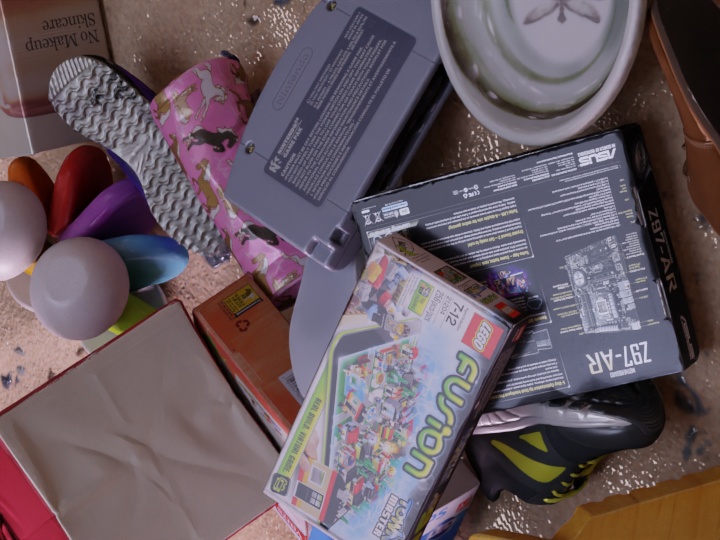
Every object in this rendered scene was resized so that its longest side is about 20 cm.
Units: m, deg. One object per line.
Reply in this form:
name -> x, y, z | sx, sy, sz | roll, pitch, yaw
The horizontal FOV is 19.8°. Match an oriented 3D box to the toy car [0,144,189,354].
toy car -> -0.228, -0.023, 1.715 | 0.199, 0.175, 0.151 | 34, 85, 19

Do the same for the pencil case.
pencil case -> -0.081, -0.065, 1.573 | 0.201, 0.086, 0.083 | 60, 171, 13

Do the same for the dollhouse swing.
dollhouse swing -> 0.129, 0.185, 1.355 | 0.176, 0.199, 0.183 | 36, 127, 48

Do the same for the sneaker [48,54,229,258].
sneaker -> -0.163, -0.101, 1.671 | 0.069, 0.100, 0.200 | -40, 99, 8

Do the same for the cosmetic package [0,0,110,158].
cosmetic package -> -0.278, -0.201, 1.735 | 0.087, 0.103, 0.202 | -2, 102, 48

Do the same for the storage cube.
storage cube -> -0.179, 0.153, 1.550 | 0.172, 0.199, 0.180 | 56, 157, 2

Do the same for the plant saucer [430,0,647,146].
plant saucer -> 0.124, -0.182, 1.330 | 0.199, 0.050, 0.202 | 11, 104, 51

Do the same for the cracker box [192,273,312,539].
cracker box -> -0.062, 0.110, 1.577 | 0.134, 0.057, 0.201 | 49, 160, 24

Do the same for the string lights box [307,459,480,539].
string lights box -> 0.010, 0.209, 1.524 | 0.059, 0.102, 0.201 | 50, 148, 23

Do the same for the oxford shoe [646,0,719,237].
oxford shoe -> 0.217, -0.079, 1.263 | 0.071, 0.071, 0.201 | -30, 81, 53

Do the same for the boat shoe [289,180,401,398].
boat shoe -> 0.000, 0.000, 1.479 | 0.073, 0.065, 0.202 | -1, 76, 49

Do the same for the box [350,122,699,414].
box -> 0.107, 0.005, 1.359 | 0.199, 0.043, 0.162 | -15, 94, 26

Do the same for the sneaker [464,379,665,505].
sneaker -> 0.142, 0.118, 1.416 | 0.199, 0.074, 0.085 | -7, 104, 57

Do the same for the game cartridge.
game cartridge -> -0.011, -0.114, 1.456 | 0.133, 0.041, 0.201 | 35, 96, 43

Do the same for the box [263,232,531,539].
box -> 0.022, 0.089, 1.370 | 0.110, 0.035, 0.201 | 30, 111, 16
